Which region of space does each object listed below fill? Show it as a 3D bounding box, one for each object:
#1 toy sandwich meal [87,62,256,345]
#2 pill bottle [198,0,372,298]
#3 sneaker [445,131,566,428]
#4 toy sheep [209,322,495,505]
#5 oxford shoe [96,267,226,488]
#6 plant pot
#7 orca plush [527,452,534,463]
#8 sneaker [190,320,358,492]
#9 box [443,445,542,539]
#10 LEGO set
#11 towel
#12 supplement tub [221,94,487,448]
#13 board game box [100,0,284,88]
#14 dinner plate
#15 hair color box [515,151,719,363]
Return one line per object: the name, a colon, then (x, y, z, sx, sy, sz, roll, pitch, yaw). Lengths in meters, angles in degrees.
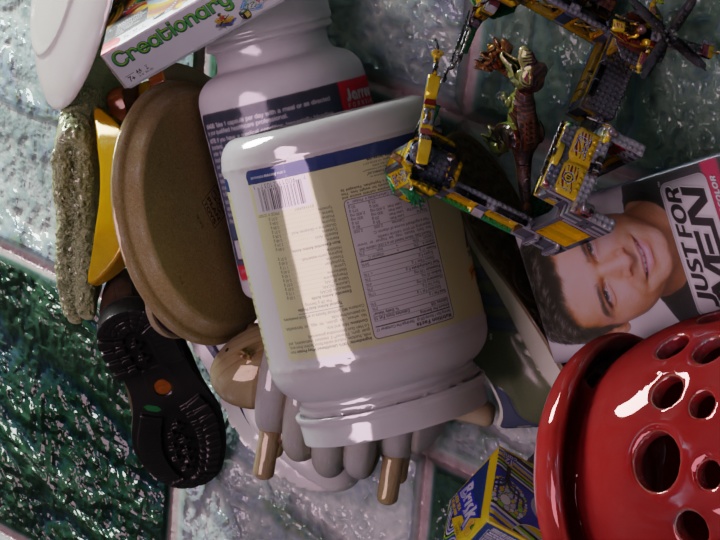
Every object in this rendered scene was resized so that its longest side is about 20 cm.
toy sandwich meal: (-0.128, -0.045, 1.841, 0.070, 0.205, 0.207, -10, 96, 34)
pill bottle: (-0.046, -0.091, 1.803, 0.119, 0.119, 0.201, -9, 97, 45)
sneaker: (0.080, 0.016, 1.750, 0.090, 0.067, 0.201, -35, 81, 39)
toy sheep: (-0.006, 0.084, 1.812, 0.198, 0.138, 0.139, 10, 114, 2)
oxford shoe: (-0.145, 0.079, 1.977, 0.085, 0.072, 0.201, -101, -2, -52)
plant pot: (0.210, 0.119, 1.548, 0.181, 0.200, 0.202, -4, 100, 34)
orca plush: (0.148, 0.166, 1.757, 0.200, 0.071, 0.106, -41, 29, 33)
sneaker: (-0.058, 0.069, 1.902, 0.081, 0.076, 0.200, -46, 72, 31)
box: (0.150, 0.195, 1.664, 0.199, 0.070, 0.064, 30, 129, -14)
LEGO set: (0.112, -0.106, 1.584, 0.153, 0.201, 0.116, 34, 164, -10)
towel: (-0.197, -0.072, 1.916, 0.036, 0.149, 0.201, 7, 137, 2)
supplement tub: (0.000, 0.000, 1.680, 0.144, 0.145, 0.201, -9, 96, 45)
board game box: (-0.077, -0.207, 1.745, 0.199, 0.127, 0.035, -28, 119, 18)
dinner plate: (-0.199, -0.212, 1.828, 0.200, 0.024, 0.202, -168, 90, -70)
hair color box: (0.195, -0.013, 1.638, 0.199, 0.060, 0.100, -17, 91, 46)
